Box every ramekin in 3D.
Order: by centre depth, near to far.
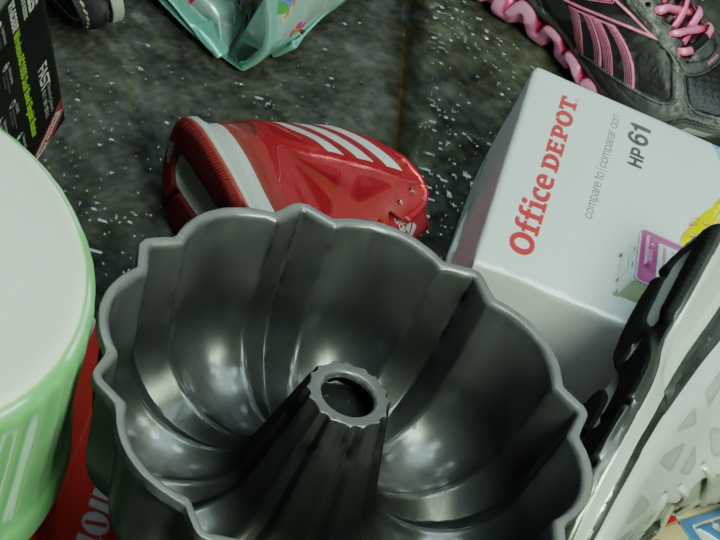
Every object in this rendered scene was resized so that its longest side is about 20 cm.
[{"bbox_3d":[-0.195,0.020,0.995,0.199,0.098,0.201,13,47,-14],"label":"ramekin"}]

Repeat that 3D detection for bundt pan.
[{"bbox_3d":[-0.015,0.072,1.021,0.201,0.076,0.203,13,42,-12],"label":"bundt pan"}]

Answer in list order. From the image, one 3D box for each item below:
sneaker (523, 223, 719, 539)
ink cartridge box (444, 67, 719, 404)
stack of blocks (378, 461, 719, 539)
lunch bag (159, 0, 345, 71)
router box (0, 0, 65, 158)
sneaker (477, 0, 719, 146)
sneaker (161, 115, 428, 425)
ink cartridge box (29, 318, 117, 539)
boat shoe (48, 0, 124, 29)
[{"bbox_3d":[0.145,0.083,1.088,0.115,0.076,0.201,39,57,-6],"label":"sneaker"},{"bbox_3d":[0.140,0.013,1.229,0.199,0.085,0.145,22,44,-2],"label":"ink cartridge box"},{"bbox_3d":[0.091,0.132,1.114,0.199,0.059,0.115,-13,56,-33],"label":"stack of blocks"},{"bbox_3d":[-0.046,-0.220,1.318,0.121,0.201,0.170,-3,27,37],"label":"lunch bag"},{"bbox_3d":[-0.204,-0.111,1.105,0.149,0.200,0.062,33,74,6],"label":"router box"},{"bbox_3d":[0.140,-0.138,1.362,0.200,0.096,0.079,41,44,12],"label":"sneaker"},{"bbox_3d":[0.000,0.000,1.183,0.115,0.079,0.201,-10,56,-30],"label":"sneaker"},{"bbox_3d":[-0.147,0.061,1.081,0.199,0.057,0.163,18,44,-2],"label":"ink cartridge box"},{"bbox_3d":[-0.190,-0.187,1.274,0.060,0.074,0.200,-37,85,-19],"label":"boat shoe"}]
